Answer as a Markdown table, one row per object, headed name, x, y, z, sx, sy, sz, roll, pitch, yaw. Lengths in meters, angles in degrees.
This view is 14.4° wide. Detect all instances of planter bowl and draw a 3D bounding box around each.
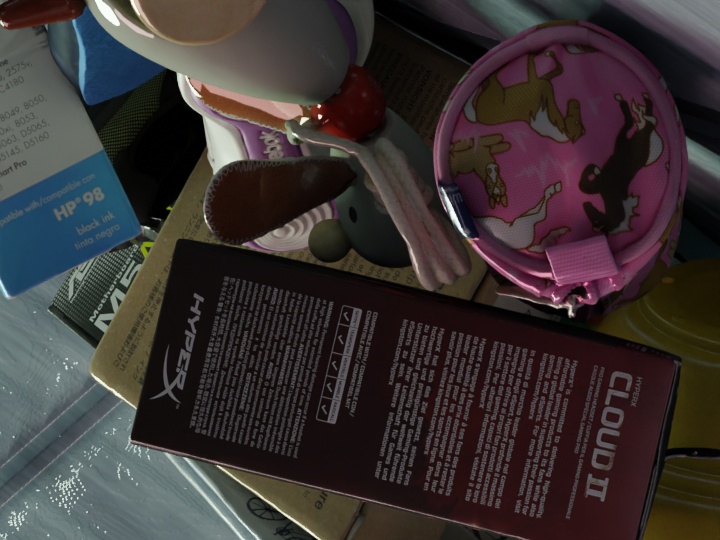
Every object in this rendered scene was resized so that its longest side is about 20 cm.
| name | x | y | z | sx | sy | sz | roll | pitch | yaw |
| --- | --- | --- | --- | --- | --- | --- | --- | --- | --- |
| planter bowl | 0.155 | 0.049 | 1.151 | 0.199 | 0.084 | 0.201 | 3 | -157 | -1 |

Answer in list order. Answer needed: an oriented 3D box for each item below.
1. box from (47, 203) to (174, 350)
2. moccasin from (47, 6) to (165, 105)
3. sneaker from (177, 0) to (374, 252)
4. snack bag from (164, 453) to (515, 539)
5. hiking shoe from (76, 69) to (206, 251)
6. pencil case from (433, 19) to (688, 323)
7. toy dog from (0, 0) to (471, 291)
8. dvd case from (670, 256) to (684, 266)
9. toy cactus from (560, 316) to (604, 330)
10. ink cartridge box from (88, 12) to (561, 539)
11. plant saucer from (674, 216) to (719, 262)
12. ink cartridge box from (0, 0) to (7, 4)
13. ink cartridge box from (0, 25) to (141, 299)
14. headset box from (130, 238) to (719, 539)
| name | x | y | z | sx | sy | sz | roll | pitch | yaw |
| --- | --- | --- | --- | --- | --- | --- | --- | --- | --- |
| box | -0.062 | -0.036 | 1.379 | 0.044 | 0.201 | 0.160 | 32 | 180 | -28 |
| moccasin | -0.102 | -0.127 | 1.089 | 0.068 | 0.080 | 0.200 | 59 | 156 | 11 |
| sneaker | -0.040 | -0.092 | 1.110 | 0.074 | 0.100 | 0.200 | -6 | 150 | -8 |
| snack bag | 0.036 | 0.110 | 1.267 | 0.199 | 0.022 | 0.188 | -4 | -151 | -33 |
| hiking shoe | -0.092 | -0.083 | 1.363 | 0.100 | 0.201 | 0.076 | 3 | 144 | 22 |
| pencil case | 0.072 | -0.029 | 0.965 | 0.083 | 0.087 | 0.200 | 40 | -178 | 6 |
| toy dog | -0.049 | -0.064 | 0.982 | 0.201 | 0.096 | 0.132 | 58 | -171 | -15 |
| dvd case | 0.113 | -0.011 | 1.339 | 0.146 | 0.022 | 0.200 | 33 | 178 | -11 |
| toy cactus | 0.070 | 0.021 | 1.329 | 0.165 | 0.102 | 0.200 | 46 | -162 | 27 |
| ink cartridge box | 0.000 | 0.000 | 1.209 | 0.164 | 0.201 | 0.075 | 32 | -175 | 33 |
| plant saucer | 0.095 | -0.045 | 1.355 | 0.200 | 0.019 | 0.070 | 31 | 178 | 40 |
| ink cartridge box | -0.213 | -0.173 | 1.001 | 0.145 | 0.083 | 0.201 | 31 | 153 | 37 |
| ink cartridge box | -0.169 | -0.097 | 1.213 | 0.201 | 0.066 | 0.116 | 65 | 173 | -12 |
| headset box | 0.032 | 0.048 | 1.023 | 0.199 | 0.076 | 0.149 | 14 | -179 | 7 |
